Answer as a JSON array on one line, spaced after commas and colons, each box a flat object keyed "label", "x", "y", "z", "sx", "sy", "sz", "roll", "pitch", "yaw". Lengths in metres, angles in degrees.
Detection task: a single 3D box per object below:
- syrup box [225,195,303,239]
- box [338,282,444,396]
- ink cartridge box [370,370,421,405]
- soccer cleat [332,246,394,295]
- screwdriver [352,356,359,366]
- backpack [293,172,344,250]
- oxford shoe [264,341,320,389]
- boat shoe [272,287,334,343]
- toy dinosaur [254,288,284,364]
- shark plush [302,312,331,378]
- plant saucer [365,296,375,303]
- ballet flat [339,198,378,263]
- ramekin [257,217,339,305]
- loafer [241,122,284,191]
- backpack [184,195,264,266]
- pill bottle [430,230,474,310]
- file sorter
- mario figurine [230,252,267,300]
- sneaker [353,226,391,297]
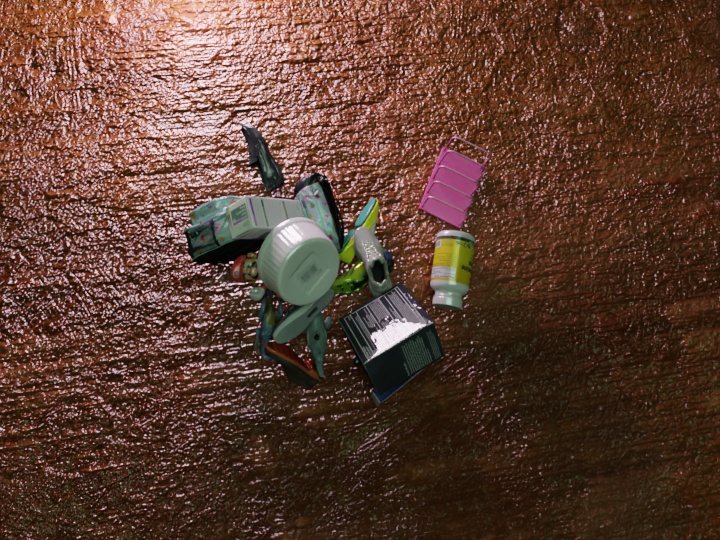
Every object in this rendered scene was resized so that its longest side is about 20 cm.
[{"label": "syrup box", "x": -0.228, "y": -0.127, "z": 1.354, "sx": 0.077, "sy": 0.198, "sz": 0.084, "roll": -21, "pitch": 80, "yaw": 33}, {"label": "box", "x": 0.074, "y": 0.167, "z": 1.377, "sx": 0.194, "sy": 0.201, "sz": 0.126, "roll": -28, "pitch": 124, "yaw": -6}, {"label": "ink cartridge box", "x": 0.112, "y": 0.271, "z": 1.436, "sx": 0.195, "sy": 0.201, "sz": 0.047, "roll": -37, "pitch": 77, "yaw": -11}, {"label": "soccer cleat", "x": 0.000, "y": 0.000, "z": 1.545, "sx": 0.195, "sy": 0.065, "sz": 0.085, "roll": -26, "pitch": 57, "yaw": -6}, {"label": "screwdriver", "x": 0.062, "y": 0.198, "z": 1.527, "sx": 0.197, "sy": 0.028, "sz": 0.029, "roll": -34, "pitch": 57, "yaw": -7}, {"label": "backpack", "x": -0.114, "y": -0.137, "z": 1.489, "sx": 0.123, "sy": 0.167, "sz": 0.206, "roll": -18, "pitch": 76, "yaw": 2}, {"label": "oxford shoe", "x": -0.182, "y": 0.254, "z": 1.435, "sx": 0.073, "sy": 0.071, "sz": 0.199, "roll": -47, "pitch": 122, "yaw": 6}, {"label": "boat shoe", "x": -0.154, "y": 0.105, "z": 1.429, "sx": 0.199, "sy": 0.069, "sz": 0.056, "roll": -42, "pitch": 54, "yaw": -9}, {"label": "toy dinosaur", "x": -0.237, "y": 0.151, "z": 1.490, "sx": 0.102, "sy": 0.201, "sz": 0.186, "roll": 10, "pitch": 115, "yaw": -18}, {"label": "shark plush", "x": -0.124, "y": 0.183, "z": 1.459, "sx": 0.087, "sy": 0.084, "sz": 0.206, "roll": 5, "pitch": 62, "yaw": -2}, {"label": "plant saucer", "x": 0.083, "y": 0.151, "z": 1.509, "sx": 0.192, "sy": 0.036, "sz": 0.207, "roll": -1, "pitch": 70, "yaw": 4}, {"label": "ballet flat", "x": 0.003, "y": -0.106, "z": 1.558, "sx": 0.067, "sy": 0.066, "sz": 0.202, "roll": 39, "pitch": 81, "yaw": -21}, {"label": "ramekin", "x": -0.144, "y": -0.015, "z": 1.341, "sx": 0.200, "sy": 0.202, "sz": 0.097, "roll": -42, "pitch": 46, "yaw": -12}, {"label": "loafer", "x": -0.285, "y": -0.318, "z": 1.545, "sx": 0.069, "sy": 0.068, "sz": 0.204, "roll": -29, "pitch": 89, "yaw": -19}, {"label": "backpack", "x": -0.337, "y": -0.107, "z": 1.435, "sx": 0.194, "sy": 0.175, "sz": 0.159, "roll": -13, "pitch": 84, "yaw": 16}, {"label": "pill bottle", "x": 0.255, "y": 0.001, "z": 1.540, "sx": 0.108, "sy": 0.112, "sz": 0.207, "roll": 10, "pitch": 81, "yaw": -5}, {"label": "file sorter", "x": 0.274, "y": -0.254, "z": 1.574, "sx": 0.135, "sy": 0.125, "sz": 0.205, "roll": 23, "pitch": 79, "yaw": -2}, {"label": "mario figurine", "x": -0.235, "y": 0.001, "z": 1.415, "sx": 0.193, "sy": 0.107, "sz": 0.127, "roll": -4, "pitch": 61, "yaw": -16}, {"label": "sneaker", "x": 0.036, "y": -0.034, "z": 1.465, "sx": 0.076, "sy": 0.100, "sz": 0.205, "roll": -21, "pitch": 73, "yaw": -8}]
